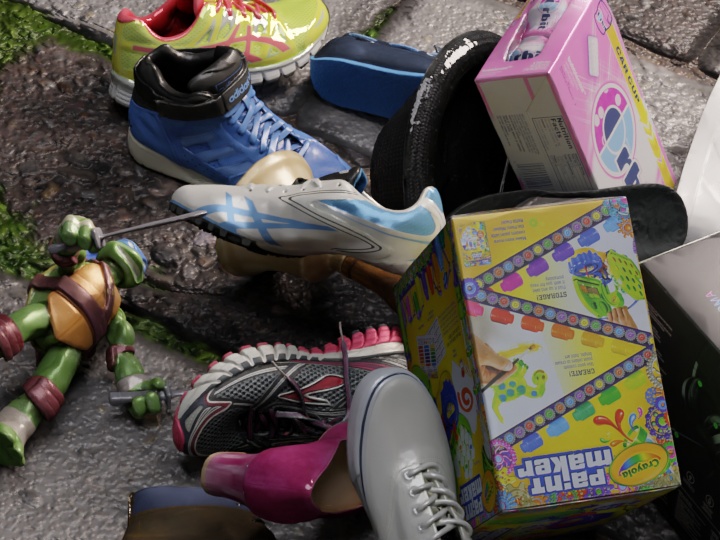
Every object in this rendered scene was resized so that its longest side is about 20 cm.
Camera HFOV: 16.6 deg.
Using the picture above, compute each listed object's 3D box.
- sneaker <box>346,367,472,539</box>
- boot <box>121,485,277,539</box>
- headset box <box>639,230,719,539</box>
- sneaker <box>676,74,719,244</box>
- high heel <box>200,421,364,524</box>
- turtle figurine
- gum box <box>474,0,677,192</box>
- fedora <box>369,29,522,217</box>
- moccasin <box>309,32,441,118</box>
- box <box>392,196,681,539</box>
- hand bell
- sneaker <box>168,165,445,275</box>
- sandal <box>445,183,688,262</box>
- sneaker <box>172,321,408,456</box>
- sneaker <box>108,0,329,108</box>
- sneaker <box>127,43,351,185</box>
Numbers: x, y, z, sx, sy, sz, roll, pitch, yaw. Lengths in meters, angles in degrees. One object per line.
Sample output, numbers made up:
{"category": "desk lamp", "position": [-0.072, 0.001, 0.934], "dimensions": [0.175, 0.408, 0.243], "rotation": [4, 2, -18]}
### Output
{"category": "sneaker", "position": [0.044, 0.160, 1.590], "dimensions": [0.073, 0.201, 0.071], "rotation": [-14, 5, -29]}
{"category": "boot", "position": [-0.068, 0.183, 1.652], "dimensions": [0.199, 0.075, 0.097], "rotation": [-2, 48, -4]}
{"category": "headset box", "position": [0.260, 0.093, 1.682], "dimensions": [0.093, 0.200, 0.174], "rotation": [-20, 49, -23]}
{"category": "sneaker", "position": [0.315, -0.077, 1.956], "dimensions": [0.115, 0.074, 0.200], "rotation": [16, 54, 8]}
{"category": "high heel", "position": [-0.006, 0.138, 1.651], "dimensions": [0.096, 0.068, 0.200], "rotation": [7, -2, 42]}
{"category": "turtle figurine", "position": [-0.190, 0.043, 1.734], "dimensions": [0.200, 0.144, 0.194], "rotation": [28, 54, 28]}
{"category": "gum box", "position": [0.164, -0.109, 1.873], "dimensions": [0.066, 0.200, 0.114], "rotation": [-3, 38, 33]}
{"category": "fedora", "position": [0.067, -0.082, 1.890], "dimensions": [0.091, 0.201, 0.201], "rotation": [-1, 34, 41]}
{"category": "moccasin", "position": [0.057, -0.157, 2.001], "dimensions": [0.200, 0.081, 0.068], "rotation": [22, 47, 15]}
{"category": "box", "position": [0.111, 0.074, 1.640], "dimensions": [0.122, 0.200, 0.193], "rotation": [-7, 78, -12]}
{"category": "hand bell", "position": [0.000, 0.000, 1.807], "dimensions": [0.200, 0.104, 0.104], "rotation": [31, 50, 31]}
{"category": "sneaker", "position": [-0.037, -0.042, 1.756], "dimensions": [0.199, 0.072, 0.073], "rotation": [9, 86, 9]}
{"category": "sandal", "position": [0.143, -0.027, 1.801], "dimensions": [0.200, 0.076, 0.048], "rotation": [-13, 2, -5]}
{"category": "sneaker", "position": [-0.037, 0.094, 1.741], "dimensions": [0.199, 0.081, 0.075], "rotation": [-14, 49, -18]}
{"category": "sneaker", "position": [-0.114, -0.198, 2.010], "dimensions": [0.200, 0.091, 0.078], "rotation": [-21, 32, -25]}
{"category": "sneaker", "position": [-0.089, -0.112, 1.920], "dimensions": [0.200, 0.111, 0.077], "rotation": [22, 47, 16]}
